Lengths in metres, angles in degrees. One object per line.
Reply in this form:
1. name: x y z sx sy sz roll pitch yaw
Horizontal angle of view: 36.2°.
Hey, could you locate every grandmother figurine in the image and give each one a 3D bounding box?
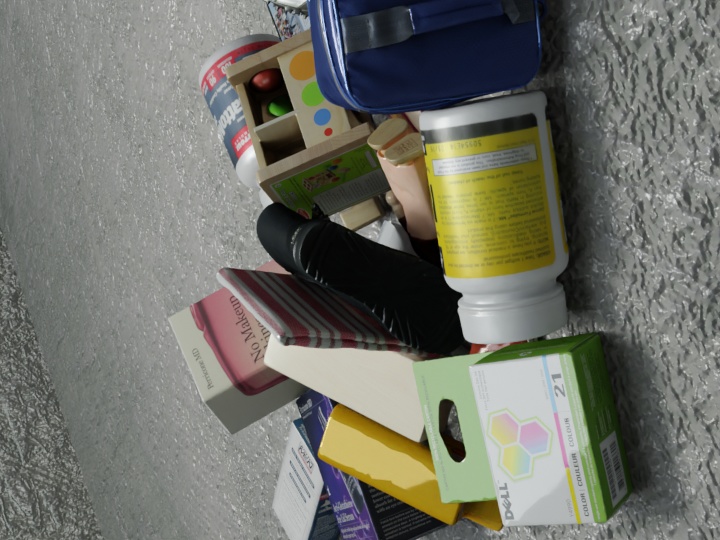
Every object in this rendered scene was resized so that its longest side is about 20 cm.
1. grandmother figurine: 0.067 -0.043 1.064 0.122 0.060 0.202 -120 6 -53

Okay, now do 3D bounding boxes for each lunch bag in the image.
1. lunch bag: 0.060 -0.206 0.915 0.132 0.196 0.138 -137 36 -72

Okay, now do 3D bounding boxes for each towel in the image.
1. towel: -0.032 0.046 1.093 0.146 0.197 0.030 37 114 51

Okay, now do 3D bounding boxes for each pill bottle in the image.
1. pill bottle: 0.120 -0.046 0.956 0.114 0.113 0.204 5 107 60
2. pill bottle: -0.105 -0.165 1.308 0.203 0.118 0.120 65 150 17

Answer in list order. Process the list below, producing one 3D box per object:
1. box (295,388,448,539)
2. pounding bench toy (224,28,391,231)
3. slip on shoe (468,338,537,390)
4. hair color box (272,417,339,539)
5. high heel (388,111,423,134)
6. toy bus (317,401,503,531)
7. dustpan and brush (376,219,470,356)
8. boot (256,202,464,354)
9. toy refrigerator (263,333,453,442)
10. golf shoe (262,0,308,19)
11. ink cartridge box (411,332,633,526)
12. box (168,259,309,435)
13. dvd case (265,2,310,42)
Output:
1. box: 0.016 0.213 1.263 0.148 0.103 0.203 131 120 -67
2. pounding bench toy: -0.042 -0.143 1.180 0.200 0.122 0.158 52 -163 -65
3. slip on shoe: 0.130 0.096 1.064 0.074 0.060 0.204 28 125 56
4. hair color box: -0.063 0.296 1.511 0.100 0.060 0.202 54 146 33
5. high heel: 0.045 -0.139 1.067 0.067 0.095 0.203 -27 79 61
6. toy bus: 0.062 0.199 1.125 0.197 0.078 0.066 23 102 18
7. dustpan and brush: 0.071 0.057 1.173 0.201 0.056 0.141 57 138 42
8. boot: 0.000 0.000 1.076 0.077 0.198 0.168 -61 20 1
9. toy refrigerator: 0.003 0.097 1.147 0.198 0.070 0.077 23 104 27
10. golf shoe: -0.023 -0.286 1.053 0.197 0.078 0.096 21 130 16
11. ink cartridge box: 0.128 0.149 0.990 0.197 0.075 0.151 -12 93 33
12. box: -0.109 0.080 1.318 0.129 0.198 0.109 59 176 31
13. dvd case: -0.060 -0.331 1.173 0.200 0.017 0.145 -41 67 58
